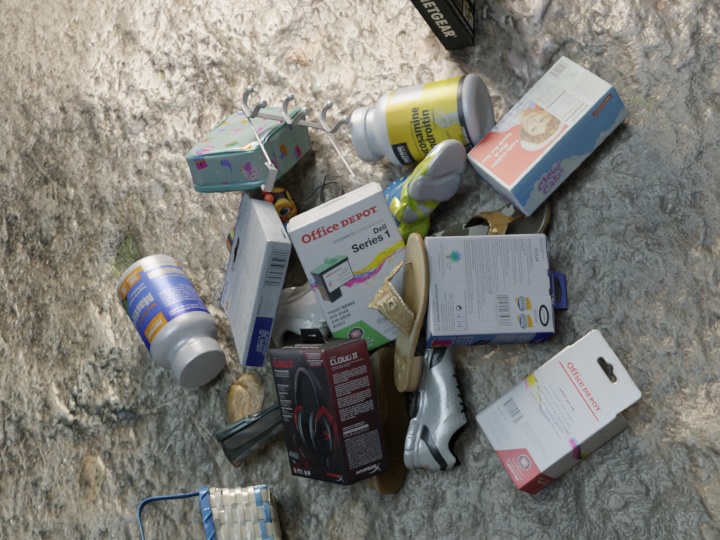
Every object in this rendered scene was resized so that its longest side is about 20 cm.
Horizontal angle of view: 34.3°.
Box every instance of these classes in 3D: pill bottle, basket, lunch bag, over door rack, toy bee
[{"bbox_3d":[-0.290,0.081,1.807,0.112,0.112,0.201,-43,58,8],"label":"pill bottle"},{"bbox_3d":[-0.206,0.391,1.628,0.197,0.140,0.179,-8,66,-8],"label":"basket"},{"bbox_3d":[-0.173,-0.188,1.802,0.158,0.200,0.078,-6,114,25],"label":"lunch bag"},{"bbox_3d":[-0.083,-0.191,1.680,0.067,0.146,0.202,-61,33,37],"label":"over door rack"},{"bbox_3d":[0.090,-0.214,1.707,0.197,0.112,0.114,-9,69,26],"label":"pill bottle"},{"bbox_3d":[-0.141,-0.091,1.790,0.130,0.108,0.201,36,92,34],"label":"toy bee"}]

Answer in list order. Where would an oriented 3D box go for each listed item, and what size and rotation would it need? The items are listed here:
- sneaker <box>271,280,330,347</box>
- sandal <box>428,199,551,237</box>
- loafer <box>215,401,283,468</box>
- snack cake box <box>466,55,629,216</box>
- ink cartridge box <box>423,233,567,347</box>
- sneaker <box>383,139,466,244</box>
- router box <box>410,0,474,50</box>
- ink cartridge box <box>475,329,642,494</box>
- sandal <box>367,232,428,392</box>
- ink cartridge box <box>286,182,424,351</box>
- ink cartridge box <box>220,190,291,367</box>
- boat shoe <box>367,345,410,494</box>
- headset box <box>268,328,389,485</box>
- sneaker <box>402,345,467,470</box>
[{"bbox_3d":[-0.054,0.058,1.721,0.198,0.078,0.101,-27,69,28],"label":"sneaker"},{"bbox_3d":[0.174,-0.052,1.640,0.197,0.054,0.082,-17,66,22],"label":"sandal"},{"bbox_3d":[-0.115,0.224,1.699,0.198,0.072,0.064,-26,84,16],"label":"loafer"},{"bbox_3d":[0.257,-0.186,1.610,0.200,0.067,0.115,-45,44,1],"label":"snack cake box"},{"bbox_3d":[0.183,0.027,1.558,0.196,0.076,0.139,-2,76,-3],"label":"ink cartridge box"},{"bbox_3d":[0.076,-0.120,1.678,0.201,0.075,0.105,-59,38,24],"label":"sneaker"},{"bbox_3d":[0.116,-0.439,1.718,0.050,0.200,0.152,-5,70,24],"label":"router box"},{"bbox_3d":[0.263,0.182,1.505,0.199,0.067,0.117,-38,60,13],"label":"ink cartridge box"},{"bbox_3d":[0.044,0.059,1.545,0.078,0.069,0.215,-150,61,-67],"label":"sandal"},{"bbox_3d":[0.000,0.000,1.621,0.143,0.084,0.202,-23,101,1],"label":"ink cartridge box"},{"bbox_3d":[-0.155,0.007,1.709,0.200,0.040,0.202,-121,41,-60],"label":"ink cartridge box"},{"bbox_3d":[0.025,0.209,1.627,0.069,0.073,0.203,-10,75,47],"label":"boat shoe"},{"bbox_3d":[-0.046,0.176,1.573,0.148,0.074,0.203,-3,98,56],"label":"headset box"},{"bbox_3d":[0.115,0.176,1.593,0.079,0.074,0.203,8,82,18],"label":"sneaker"}]
